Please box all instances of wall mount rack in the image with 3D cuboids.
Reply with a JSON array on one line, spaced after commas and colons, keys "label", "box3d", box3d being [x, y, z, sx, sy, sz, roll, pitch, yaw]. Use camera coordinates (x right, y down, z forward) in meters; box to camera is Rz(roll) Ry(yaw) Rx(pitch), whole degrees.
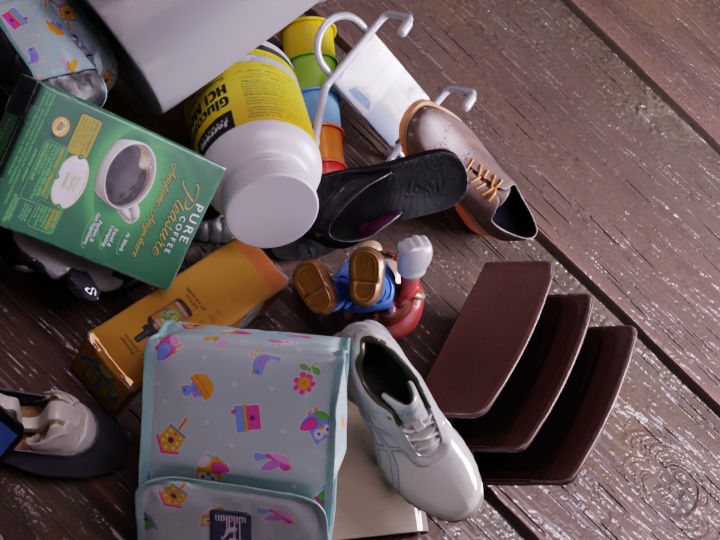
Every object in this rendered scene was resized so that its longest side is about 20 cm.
[{"label": "wall mount rack", "box3d": [0.019, -0.150, 1.777, 0.174, 0.075, 0.200, -52, 125, -11]}]

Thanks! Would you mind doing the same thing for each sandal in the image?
[{"label": "sandal", "box3d": [0.005, -0.062, 1.708, 0.200, 0.048, 0.075, -21, 112, 0]}]

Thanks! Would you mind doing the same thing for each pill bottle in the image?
[{"label": "pill bottle", "box3d": [-0.098, -0.116, 1.669, 0.112, 0.113, 0.200, 10, 37, -23]}]

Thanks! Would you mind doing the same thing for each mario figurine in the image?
[{"label": "mario figurine", "box3d": [0.000, 0.000, 1.661, 0.123, 0.200, 0.106, 25, 91, 14]}]

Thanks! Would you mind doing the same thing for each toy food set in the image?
[{"label": "toy food set", "box3d": [-0.036, 0.172, 1.619, 0.200, 0.060, 0.144, -2, 76, -27]}]

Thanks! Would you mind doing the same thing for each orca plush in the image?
[{"label": "orca plush", "box3d": [-0.248, -0.014, 1.598, 0.200, 0.071, 0.105, -14, 76, -55]}]

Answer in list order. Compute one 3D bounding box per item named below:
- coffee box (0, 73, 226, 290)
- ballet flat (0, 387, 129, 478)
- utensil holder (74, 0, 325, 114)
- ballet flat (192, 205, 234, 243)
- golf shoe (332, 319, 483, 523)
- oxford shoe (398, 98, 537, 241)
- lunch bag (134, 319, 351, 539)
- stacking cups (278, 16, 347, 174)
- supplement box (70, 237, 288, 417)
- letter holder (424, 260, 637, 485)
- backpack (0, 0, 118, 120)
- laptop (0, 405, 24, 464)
[{"label": "coffee box", "box3d": [-0.218, -0.070, 1.518, 0.200, 0.044, 0.123, 22, 93, -40]}, {"label": "ballet flat", "box3d": [-0.279, 0.127, 1.500, 0.200, 0.073, 0.073, 13, 58, -22]}, {"label": "utensil holder", "box3d": [-0.147, -0.261, 1.627, 0.200, 0.170, 0.170, -38, 84, -10]}, {"label": "ballet flat", "box3d": [-0.178, -0.074, 1.665, 0.200, 0.057, 0.067, 20, 40, -27]}, {"label": "golf shoe", "box3d": [0.040, 0.135, 1.571, 0.078, 0.097, 0.200, -36, 91, -7]}, {"label": "oxford shoe", "box3d": [0.110, -0.097, 1.772, 0.200, 0.073, 0.071, 42, 79, -41]}, {"label": "lunch bag", "box3d": [-0.098, 0.151, 1.504, 0.170, 0.122, 0.201, 6, 96, 2]}, {"label": "stacking cups", "box3d": [-0.045, -0.149, 1.797, 0.060, 0.060, 0.200, 5, 66, -26]}, {"label": "supplement box", "box3d": [-0.159, 0.046, 1.612, 0.200, 0.069, 0.067, -34, 82, -39]}, {"label": "letter holder", "box3d": [0.158, 0.093, 1.687, 0.101, 0.142, 0.200, 59, 44, -33]}, {"label": "backpack", "box3d": [-0.324, -0.184, 1.587, 0.200, 0.176, 0.153, 51, 39, 2]}, {"label": "laptop", "box3d": [-0.395, 0.150, 1.403, 0.177, 0.103, 0.200, 41, 52, -1]}]
